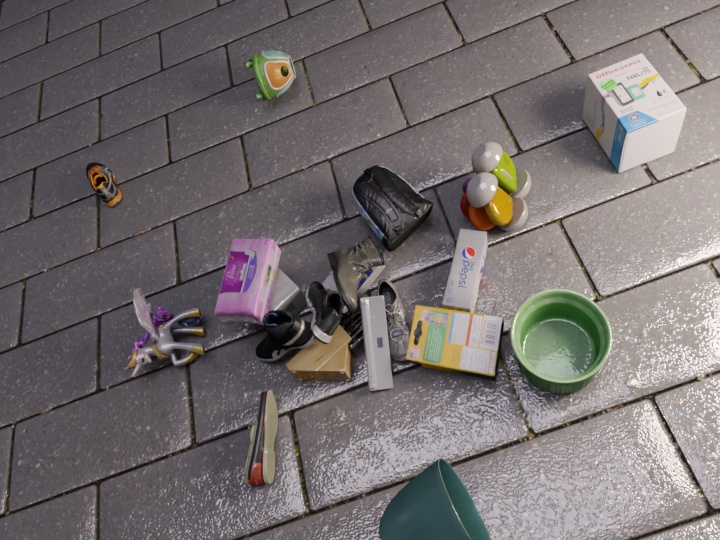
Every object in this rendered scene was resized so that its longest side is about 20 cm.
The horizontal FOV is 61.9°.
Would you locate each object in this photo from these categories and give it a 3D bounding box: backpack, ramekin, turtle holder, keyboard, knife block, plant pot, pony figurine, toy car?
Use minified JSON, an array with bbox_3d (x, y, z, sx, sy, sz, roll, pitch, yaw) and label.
[{"bbox_3d":[0.063,-0.166,1.504,0.163,0.154,0.200,-43,80,-5],"label":"backpack"},{"bbox_3d":[0.408,0.151,1.235,0.194,0.098,0.205,-7,59,12],"label":"ramekin"},{"bbox_3d":[-0.266,-0.605,1.858,0.128,0.185,0.145,-17,89,6],"label":"turtle holder"},{"bbox_3d":[0.036,0.161,1.334,0.054,0.011,0.207,-5,86,-10],"label":"keyboard"},{"bbox_3d":[-0.062,0.161,1.389,0.194,0.064,0.180,-2,60,15],"label":"knife block"},{"bbox_3d":[0.128,0.473,1.084,0.159,0.201,0.204,-33,56,9],"label":"plant pot"},{"bbox_3d":[-0.489,0.153,1.483,0.194,0.168,0.198,-10,65,-8],"label":"pony figurine"},{"bbox_3d":[0.309,-0.190,1.443,0.148,0.173,0.205,-20,48,49],"label":"toy car"}]

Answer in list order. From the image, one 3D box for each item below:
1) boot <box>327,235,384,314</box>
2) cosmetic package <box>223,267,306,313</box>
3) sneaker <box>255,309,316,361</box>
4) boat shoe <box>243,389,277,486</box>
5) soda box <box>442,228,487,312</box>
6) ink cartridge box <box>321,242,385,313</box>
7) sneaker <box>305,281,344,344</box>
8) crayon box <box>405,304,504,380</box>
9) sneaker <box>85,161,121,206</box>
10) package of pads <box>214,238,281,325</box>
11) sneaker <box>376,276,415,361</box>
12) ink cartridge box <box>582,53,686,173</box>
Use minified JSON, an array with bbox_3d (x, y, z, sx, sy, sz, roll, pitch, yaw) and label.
[{"bbox_3d":[0.000,0.000,1.407,0.127,0.069,0.203,-22,44,3],"label":"boot"},{"bbox_3d":[-0.237,0.042,1.499,0.113,0.082,0.199,-42,57,-10],"label":"cosmetic package"},{"bbox_3d":[-0.198,0.140,1.372,0.197,0.111,0.075,-23,43,36],"label":"sneaker"},{"bbox_3d":[-0.220,0.365,1.318,0.061,0.071,0.206,-8,63,14],"label":"boat shoe"},{"bbox_3d":[0.244,0.008,1.385,0.066,0.064,0.205,8,63,19],"label":"soda box"},{"bbox_3d":[-0.034,0.033,1.470,0.094,0.037,0.201,32,72,28],"label":"ink cartridge box"},{"bbox_3d":[-0.075,0.073,1.363,0.091,0.066,0.202,-50,27,20],"label":"sneaker"},{"bbox_3d":[0.206,0.155,1.310,0.194,0.052,0.129,8,73,19],"label":"crayon box"},{"bbox_3d":[-0.804,-0.284,1.854,0.078,0.078,0.200,-41,57,-8],"label":"sneaker"},{"bbox_3d":[-0.267,0.027,1.423,0.117,0.076,0.206,0,65,18],"label":"package of pads"},{"bbox_3d":[0.069,0.110,1.367,0.073,0.083,0.204,-21,57,3],"label":"sneaker"},{"bbox_3d":[0.646,-0.376,1.437,0.143,0.147,0.204,-20,57,3],"label":"ink cartridge box"}]
